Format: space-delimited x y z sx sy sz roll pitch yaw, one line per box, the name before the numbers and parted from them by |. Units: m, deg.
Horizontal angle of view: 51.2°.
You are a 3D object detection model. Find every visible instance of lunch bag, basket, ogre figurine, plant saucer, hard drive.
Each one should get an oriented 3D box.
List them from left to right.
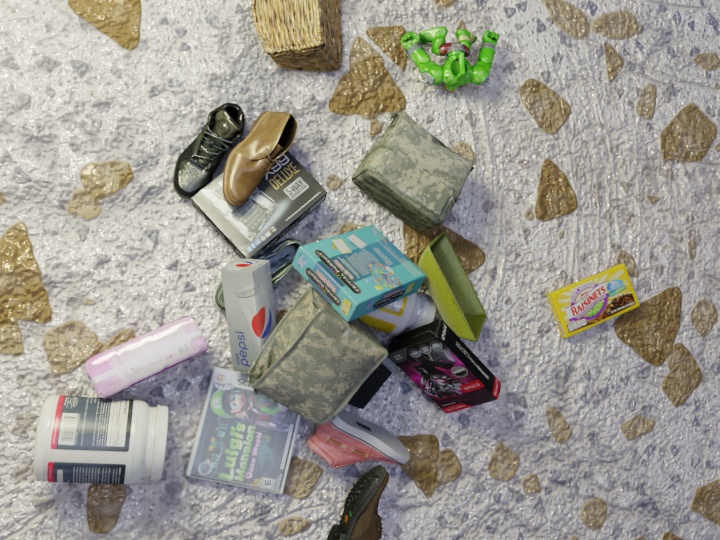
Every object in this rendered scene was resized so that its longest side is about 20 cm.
basket | -0.123 -0.494 1.463 0.143 0.149 0.200 -5 86 16
lunch bag | -0.080 0.158 1.308 0.164 0.118 0.200 35 100 -26
hard drive | -0.040 0.170 1.409 0.200 0.042 0.135 35 102 -15
lunch bag | 0.109 -0.195 1.466 0.200 0.139 0.168 34 77 -12
plant saucer | 0.173 0.034 1.462 0.048 0.200 0.200 -26 94 18
ogre figurine | 0.188 -0.434 1.537 0.200 0.098 0.120 3 72 -28

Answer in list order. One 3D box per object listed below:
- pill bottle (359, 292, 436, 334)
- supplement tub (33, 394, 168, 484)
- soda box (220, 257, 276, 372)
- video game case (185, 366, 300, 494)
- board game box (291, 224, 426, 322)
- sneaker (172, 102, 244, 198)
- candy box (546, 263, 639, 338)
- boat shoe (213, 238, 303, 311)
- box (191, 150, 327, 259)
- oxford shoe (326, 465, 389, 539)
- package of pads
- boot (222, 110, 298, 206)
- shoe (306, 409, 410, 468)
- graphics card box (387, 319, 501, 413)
pill bottle | 0.039 0.058 1.435 0.200 0.111 0.111 20 79 -14
supplement tub | -0.430 0.283 1.254 0.200 0.140 0.141 7 83 -17
soda box | -0.194 0.082 1.337 0.068 0.063 0.200 5 111 23
video game case | -0.207 0.295 1.383 0.182 0.023 0.200 16 81 -15
board game box | 0.000 0.000 1.340 0.151 0.047 0.200 45 38 22
sneaker | -0.275 -0.225 1.365 0.076 0.114 0.200 36 78 -9
candy box | 0.504 0.064 1.623 0.200 0.026 0.102 -20 88 -18
boat shoe | -0.187 0.005 1.396 0.200 0.062 0.073 -36 96 -17
box | -0.187 -0.133 1.399 0.200 0.050 0.158 -41 84 -16
oxford shoe | 0.010 0.460 1.410 0.084 0.073 0.200 26 93 -17
package of pads | -0.368 0.147 1.296 0.200 0.120 0.076 -25 92 -17
boot | -0.180 -0.204 1.344 0.074 0.075 0.200 42 67 -43
shoe | -0.004 0.336 1.423 0.200 0.071 0.091 33 103 -27
graphics card box | 0.160 0.186 1.428 0.200 0.125 0.051 47 40 -24
